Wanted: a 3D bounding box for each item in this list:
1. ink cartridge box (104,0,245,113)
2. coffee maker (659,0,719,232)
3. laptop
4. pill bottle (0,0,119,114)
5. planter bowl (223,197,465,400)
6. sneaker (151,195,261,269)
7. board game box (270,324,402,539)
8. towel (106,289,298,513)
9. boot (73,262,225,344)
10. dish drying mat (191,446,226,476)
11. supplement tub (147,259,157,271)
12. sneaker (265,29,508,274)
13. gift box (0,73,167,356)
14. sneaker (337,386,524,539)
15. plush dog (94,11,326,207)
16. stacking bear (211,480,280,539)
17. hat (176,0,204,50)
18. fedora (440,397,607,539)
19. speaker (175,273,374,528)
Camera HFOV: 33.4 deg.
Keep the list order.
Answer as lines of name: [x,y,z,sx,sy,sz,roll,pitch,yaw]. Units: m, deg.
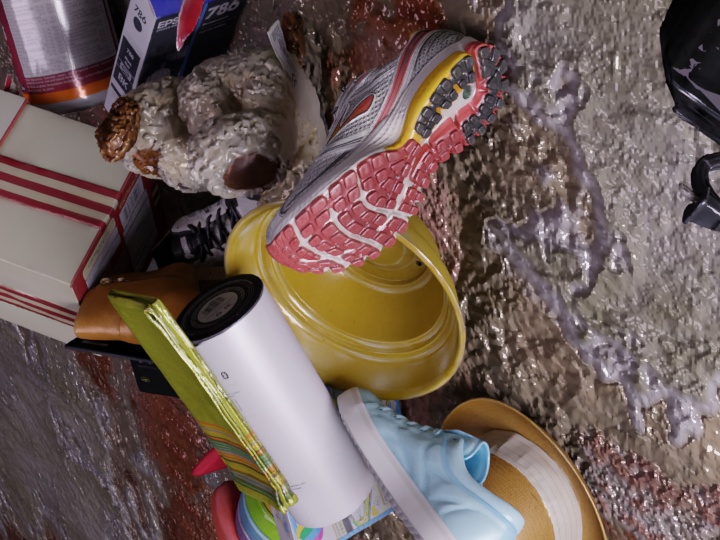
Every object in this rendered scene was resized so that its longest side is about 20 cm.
ink cartridge box: [-0.155,-0.202,1.019,0.039,0.099,0.201,53,147,15]
coffee maker: [0.215,-0.135,0.462,0.201,0.133,0.194,114,166,-51]
laptop: [-0.160,0.106,1.134,0.175,0.104,0.201,9,140,10]
pill bottle: [-0.302,-0.263,1.177,0.109,0.109,0.203,15,124,50]
planter bowl: [0.000,0.000,0.925,0.198,0.084,0.202,17,138,16]
sneaker: [-0.129,-0.029,1.114,0.199,0.087,0.076,-28,88,56]
board game box: [-0.028,0.133,1.037,0.034,0.133,0.203,16,125,55]
towel: [-0.121,0.099,0.904,0.086,0.018,0.201,5,132,54]
boot: [-0.179,0.050,1.025,0.142,0.202,0.072,-6,112,8]
dish drying mat: [-0.083,0.135,1.123,0.200,0.076,0.018,-43,68,38]
supplement tub: [-0.320,-0.045,1.322,0.200,0.144,0.146,45,143,27]
sneaker: [0.010,-0.080,0.809,0.082,0.200,0.078,38,172,43]
gift box: [-0.304,-0.058,1.135,0.184,0.186,0.201,18,149,10]
sneaker: [0.054,0.146,0.892,0.200,0.081,0.074,50,169,45]
plush dog: [-0.122,-0.118,0.959,0.169,0.200,0.163,-7,80,15]
stacking bear: [-0.054,0.206,1.155,0.115,0.120,0.201,-101,31,-41]
hat: [-0.121,-0.282,0.840,0.199,0.175,0.168,29,134,42]
fedora: [0.104,0.201,0.944,0.200,0.081,0.203,35,138,39]
speaker: [-0.064,0.106,0.937,0.081,0.081,0.201,10,136,52]
